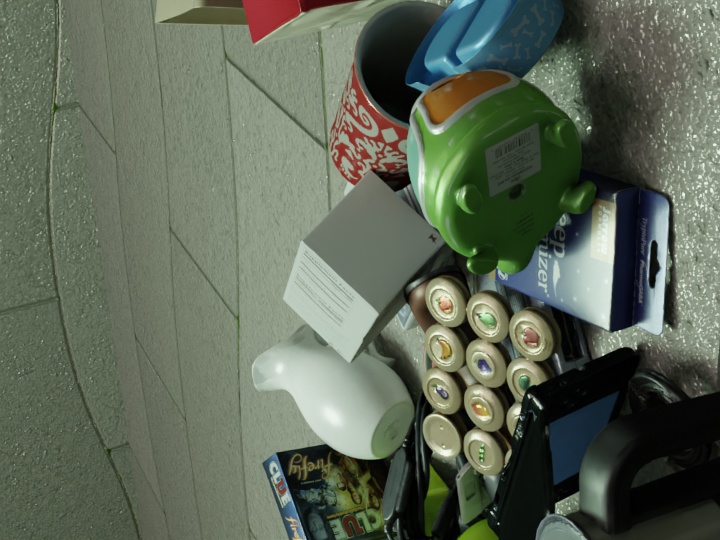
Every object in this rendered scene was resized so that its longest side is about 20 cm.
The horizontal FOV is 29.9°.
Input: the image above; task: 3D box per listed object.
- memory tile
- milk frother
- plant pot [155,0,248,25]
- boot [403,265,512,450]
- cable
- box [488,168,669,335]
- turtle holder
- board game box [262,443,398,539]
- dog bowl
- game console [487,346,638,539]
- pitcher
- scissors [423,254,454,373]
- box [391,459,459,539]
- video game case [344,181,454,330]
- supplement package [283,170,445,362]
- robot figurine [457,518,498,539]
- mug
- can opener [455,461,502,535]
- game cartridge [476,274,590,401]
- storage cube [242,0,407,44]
[{"bbox_3d":[0.120,0.110,1.282,0.152,0.017,0.203,22,125,36],"label":"memory tile"},{"bbox_3d":[0.214,0.179,1.024,0.200,0.186,0.183,173,83,-69],"label":"milk frother"},{"bbox_3d":[-0.123,-0.382,1.559,0.200,0.197,0.180,-167,75,-67],"label":"plant pot"},{"bbox_3d":[0.115,0.110,1.351,0.189,0.068,0.202,77,170,-61],"label":"boot"},{"bbox_3d":[0.090,0.213,1.451,0.050,0.163,0.203,4,75,35],"label":"cable"},{"bbox_3d":[0.180,-0.026,1.148,0.199,0.032,0.123,25,122,52],"label":"box"},{"bbox_3d":[0.111,-0.083,1.105,0.185,0.141,0.132,33,-167,-49],"label":"turtle holder"},{"bbox_3d":[-0.016,0.283,1.686,0.035,0.198,0.137,-40,64,41],"label":"board game box"},{"bbox_3d":[0.109,-0.201,1.176,0.049,0.112,0.200,35,167,-16],"label":"dog bowl"},{"bbox_3d":[0.179,0.192,1.158,0.117,0.174,0.202,52,149,33],"label":"game console"},{"bbox_3d":[-0.014,0.132,1.697,0.199,0.172,0.122,31,162,35],"label":"pitcher"},{"bbox_3d":[0.088,0.059,1.522,0.073,0.014,0.203,-132,32,-55],"label":"scissors"},{"bbox_3d":[0.081,0.298,1.588,0.200,0.047,0.124,-142,40,-81],"label":"box"},{"bbox_3d":[0.040,-0.059,1.559,0.182,0.023,0.202,111,140,-58],"label":"video game case"},{"bbox_3d":[0.000,0.000,1.433,0.109,0.114,0.200,42,160,6],"label":"supplement package"},{"bbox_3d":[0.151,0.312,1.325,0.200,0.173,0.117,55,-164,-55],"label":"robot figurine"},{"bbox_3d":[0.043,-0.142,1.351,0.200,0.132,0.180,126,129,-68],"label":"mug"},{"bbox_3d":[0.141,0.279,1.447,0.067,0.053,0.202,32,144,43],"label":"can opener"},{"bbox_3d":[0.158,0.029,1.290,0.133,0.040,0.203,-16,88,66],"label":"game cartridge"},{"bbox_3d":[-0.031,-0.344,1.348,0.200,0.169,0.183,179,77,-69],"label":"storage cube"}]
